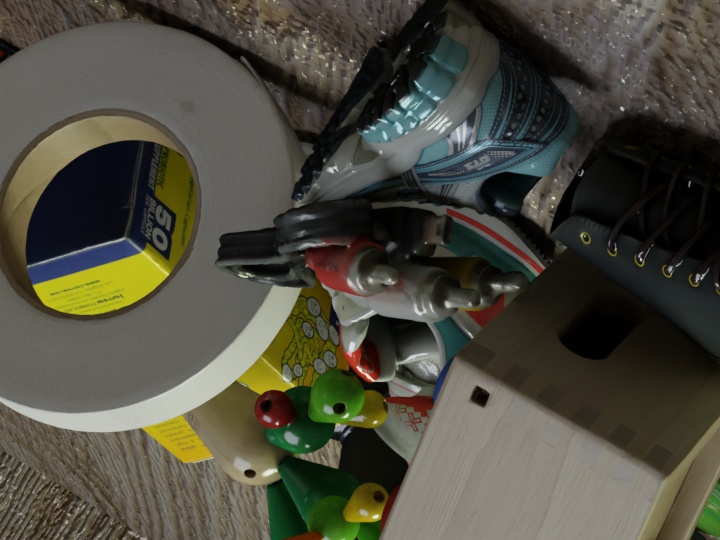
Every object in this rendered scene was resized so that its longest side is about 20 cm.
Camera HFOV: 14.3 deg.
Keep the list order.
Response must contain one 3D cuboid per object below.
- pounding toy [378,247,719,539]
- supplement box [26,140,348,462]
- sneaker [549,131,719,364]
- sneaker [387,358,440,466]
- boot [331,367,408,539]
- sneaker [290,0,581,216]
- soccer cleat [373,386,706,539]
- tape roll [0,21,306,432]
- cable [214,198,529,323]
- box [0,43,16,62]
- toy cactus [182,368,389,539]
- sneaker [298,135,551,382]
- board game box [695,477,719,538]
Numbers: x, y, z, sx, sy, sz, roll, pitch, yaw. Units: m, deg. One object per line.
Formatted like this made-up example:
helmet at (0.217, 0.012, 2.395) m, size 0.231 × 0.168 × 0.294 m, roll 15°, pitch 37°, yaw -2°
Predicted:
pounding toy at (0.077, 0.084, 1.265) m, size 0.142 × 0.200 × 0.185 m, roll 29°, pitch 122°, yaw 13°
supplement box at (-0.101, 0.003, 1.556) m, size 0.109 × 0.109 × 0.200 m, roll -15°, pitch 141°, yaw 30°
sneaker at (0.138, -0.008, 1.110) m, size 0.106 × 0.075 × 0.200 m, roll 32°, pitch 168°, yaw -8°
sneaker at (0.054, 0.070, 1.569) m, size 0.081 × 0.088 × 0.200 m, roll 22°, pitch 163°, yaw 38°
boot at (-0.045, 0.079, 1.677) m, size 0.200 × 0.165 × 0.066 m, roll 30°, pitch 157°, yaw 8°
sneaker at (0.032, -0.049, 1.214) m, size 0.086 × 0.078 × 0.200 m, roll 31°, pitch 168°, yaw -9°
soccer cleat at (0.081, 0.131, 1.459) m, size 0.200 × 0.085 × 0.069 m, roll 30°, pitch 164°, yaw 13°
tape roll at (-0.121, -0.023, 1.387) m, size 0.202 × 0.203 × 0.037 m, roll 27°, pitch 171°, yaw 23°
cable at (-0.021, 0.001, 1.236) m, size 0.097 × 0.051 × 0.200 m, roll 8°, pitch 171°, yaw -33°
box at (-0.159, -0.057, 1.708) m, size 0.137 × 0.040 × 0.200 m, roll 31°, pitch 167°, yaw 12°
toy cactus at (-0.036, 0.115, 1.482) m, size 0.165 × 0.102 × 0.200 m, roll 37°, pitch 156°, yaw 33°
sneaker at (0.001, 0.000, 1.424) m, size 0.199 × 0.094 × 0.070 m, roll 21°, pitch 163°, yaw 41°
board game box at (0.176, 0.104, 1.366) m, size 0.095 × 0.030 × 0.200 m, roll 41°, pitch 169°, yaw -28°
